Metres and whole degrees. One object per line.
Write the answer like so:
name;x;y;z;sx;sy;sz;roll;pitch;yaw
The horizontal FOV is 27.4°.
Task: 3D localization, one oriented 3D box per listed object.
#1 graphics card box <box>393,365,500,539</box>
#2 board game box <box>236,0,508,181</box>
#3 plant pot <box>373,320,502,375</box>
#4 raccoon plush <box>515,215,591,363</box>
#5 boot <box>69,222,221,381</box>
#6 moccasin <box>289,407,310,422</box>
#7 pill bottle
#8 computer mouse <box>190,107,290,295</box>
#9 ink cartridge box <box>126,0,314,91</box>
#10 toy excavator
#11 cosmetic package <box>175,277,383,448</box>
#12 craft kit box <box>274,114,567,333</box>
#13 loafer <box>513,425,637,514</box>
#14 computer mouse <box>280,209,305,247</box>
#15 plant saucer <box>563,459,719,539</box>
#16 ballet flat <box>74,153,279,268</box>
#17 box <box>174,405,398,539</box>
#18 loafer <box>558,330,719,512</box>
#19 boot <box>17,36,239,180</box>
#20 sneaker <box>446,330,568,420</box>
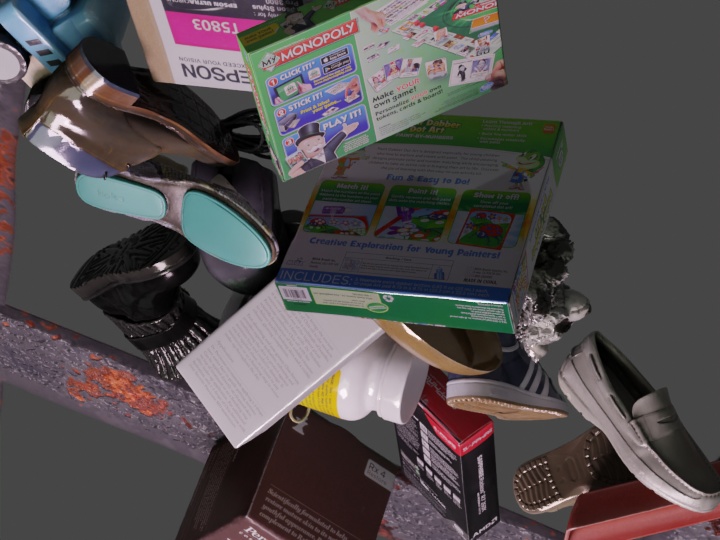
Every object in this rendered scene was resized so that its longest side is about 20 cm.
graphics card box;0.089;0.188;1.563;0.125;0.051;0.201;43;156;35
board game box;0.014;-0.160;1.124;0.198;0.029;0.135;-24;138;-9
plant pot;0.045;0.021;1.307;0.199;0.201;0.027;37;111;-20
raccoon plush;0.115;0.001;1.345;0.199;0.097;0.134;26;154;14
boot;-0.192;0.034;1.531;0.158;0.080;0.210;47;148;-21
moccasin;-0.083;0.117;1.592;0.199;0.074;0.078;-5;146;28
pill bottle;-0.036;0.083;1.475;0.198;0.113;0.113;17;144;17
computer mouse;-0.124;-0.052;1.374;0.137;0.053;0.202;1;124;21
ink cartridge box;-0.084;-0.222;1.161;0.198;0.076;0.166;7;140;17
toy excavator;-0.237;-0.235;1.220;0.199;0.101;0.195;-24;128;28
cosmetic package;-0.065;0.064;1.383;0.200;0.071;0.102;-39;84;21
craft kit box;0.053;-0.046;1.211;0.198;0.199;0.049;6;144;21
loafer;0.252;0.199;1.530;0.199;0.076;0.068;-22;165;32
computer mouse;0.000;0.000;1.425;0.199;0.034;0.059;33;128;-7
plant saucer;0.295;0.235;1.482;0.197;0.037;0.200;-14;161;2
ballet flat;-0.154;-0.066;1.315;0.199;0.072;0.072;21;144;10
box;-0.091;0.283;1.727;0.165;0.165;0.200;34;142;-17
loafer;0.268;0.141;1.387;0.200;0.070;0.070;46;130;24
boot;-0.195;-0.120;1.258;0.097;0.075;0.199;-37;140;21
sneaker;0.148;0.087;1.452;0.070;0.110;0.199;-9;164;32
